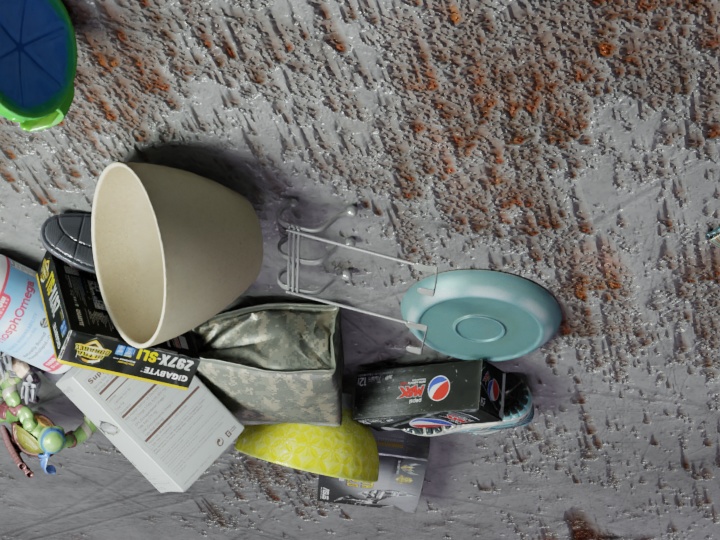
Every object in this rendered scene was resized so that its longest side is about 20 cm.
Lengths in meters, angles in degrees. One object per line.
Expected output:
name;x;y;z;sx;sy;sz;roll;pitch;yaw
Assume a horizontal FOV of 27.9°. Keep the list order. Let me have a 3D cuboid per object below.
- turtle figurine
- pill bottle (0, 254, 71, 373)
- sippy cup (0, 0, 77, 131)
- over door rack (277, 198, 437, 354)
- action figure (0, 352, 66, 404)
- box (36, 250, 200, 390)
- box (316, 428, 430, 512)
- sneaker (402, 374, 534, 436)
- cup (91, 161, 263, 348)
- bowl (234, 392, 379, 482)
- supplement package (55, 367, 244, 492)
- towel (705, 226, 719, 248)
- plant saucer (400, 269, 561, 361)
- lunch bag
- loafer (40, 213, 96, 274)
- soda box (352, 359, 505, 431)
turtle figurine;-0.447;0.189;2.065;0.143;0.201;0.193;1;177;-35
pill bottle;-0.437;0.044;1.796;0.199;0.109;0.109;29;142;-31
sippy cup;-0.361;-0.206;1.374;0.130;0.140;0.179;-1;110;33
over door rack;0.000;0.000;1.659;0.199;0.067;0.148;25;150;12
action figure;-0.413;0.122;1.909;0.199;0.131;0.069;15;134;-28
box;-0.284;0.052;1.687;0.159;0.200;0.050;17;113;-28
box;0.016;0.293;2.158;0.157;0.049;0.200;8;148;0
sneaker;0.140;0.198;1.956;0.199;0.078;0.086;-6;149;21
cup;-0.191;-0.026;1.586;0.143;0.201;0.200;-9;158;-30
bowl;-0.062;0.212;1.966;0.199;0.108;0.200;13;176;1
supplement package;-0.265;0.170;1.821;0.200;0.117;0.117;47;159;-8
towel;0.497;-0.021;1.582;0.199;0.022;0.146;26;143;-26
plant saucer;0.147;0.063;1.785;0.199;0.028;0.200;5;149;3
lunch bag;-0.122;0.119;1.845;0.199;0.118;0.164;0;148;3
loafer;-0.279;-0.014;1.711;0.199;0.072;0.063;11;154;-10
soda box;0.089;0.165;1.894;0.199;0.071;0.063;-9;155;35
